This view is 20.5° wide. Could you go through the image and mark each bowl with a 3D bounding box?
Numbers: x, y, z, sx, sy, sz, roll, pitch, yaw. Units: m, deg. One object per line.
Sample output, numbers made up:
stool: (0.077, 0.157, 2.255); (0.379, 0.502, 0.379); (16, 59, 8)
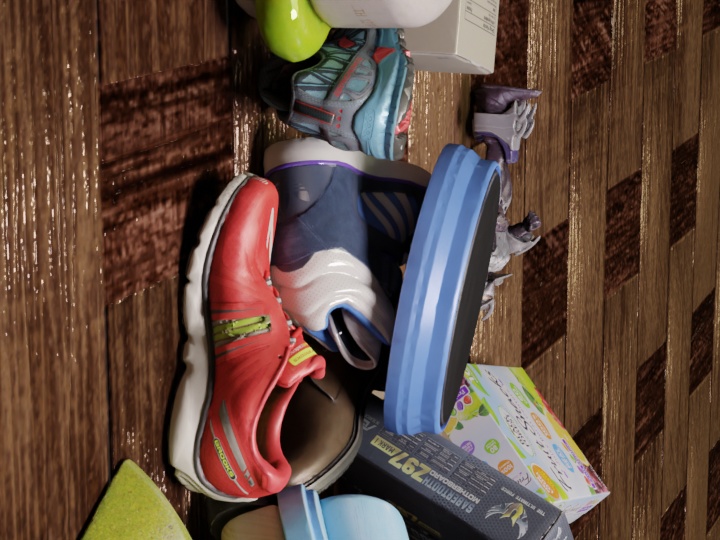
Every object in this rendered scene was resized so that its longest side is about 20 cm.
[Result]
bowl: (0.058, 0.015, 1.349); (0.201, 0.039, 0.202); (12, 90, -82)

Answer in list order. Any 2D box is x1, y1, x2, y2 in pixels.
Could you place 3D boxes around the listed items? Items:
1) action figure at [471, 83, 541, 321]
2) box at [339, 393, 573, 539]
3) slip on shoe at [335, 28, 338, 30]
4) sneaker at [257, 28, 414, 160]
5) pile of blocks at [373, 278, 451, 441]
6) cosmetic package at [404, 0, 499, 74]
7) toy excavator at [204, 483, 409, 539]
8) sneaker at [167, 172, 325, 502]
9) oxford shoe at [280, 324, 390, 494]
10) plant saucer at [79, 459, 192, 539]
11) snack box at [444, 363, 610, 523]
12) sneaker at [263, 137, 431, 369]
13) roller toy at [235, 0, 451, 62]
action figure: (0.113, -0.056, 1.690); (0.130, 0.069, 0.201); (-7, 104, -74)
box: (0.068, 0.178, 1.431); (0.051, 0.200, 0.158); (-49, 147, -19)
slip on shoe: (0.007, -0.259, 1.369); (0.074, 0.061, 0.201); (-44, 133, -58)
sneaker: (-0.019, -0.132, 1.301); (0.200, 0.095, 0.080); (-108, -153, -73)
pile of blocks: (0.028, 0.079, 1.525); (0.062, 0.082, 0.201); (-127, -150, -48)
cosmetic package: (0.063, -0.255, 1.502); (0.105, 0.071, 0.201); (12, 83, -70)
toy excavator: (0.020, 0.202, 1.265); (0.195, 0.199, 0.100); (72, 3, -45)
sneaker: (-0.060, 0.042, 1.219); (0.077, 0.085, 0.201); (9, 86, -70)
oxford shoe: (-0.036, 0.081, 1.340); (0.085, 0.072, 0.200); (60, 34, -28)
plant saucer: (-0.127, 0.247, 1.138); (0.200, 0.048, 0.201); (-65, 151, -44)
snack box: (0.133, 0.151, 1.698); (0.142, 0.053, 0.200); (54, 15, 16)
sneaker: (0.000, 0.000, 1.341); (0.200, 0.080, 0.147); (19, 61, -60)
roller toy: (-0.003, -0.245, 1.232); (0.183, 0.139, 0.201); (-53, 142, -56)
